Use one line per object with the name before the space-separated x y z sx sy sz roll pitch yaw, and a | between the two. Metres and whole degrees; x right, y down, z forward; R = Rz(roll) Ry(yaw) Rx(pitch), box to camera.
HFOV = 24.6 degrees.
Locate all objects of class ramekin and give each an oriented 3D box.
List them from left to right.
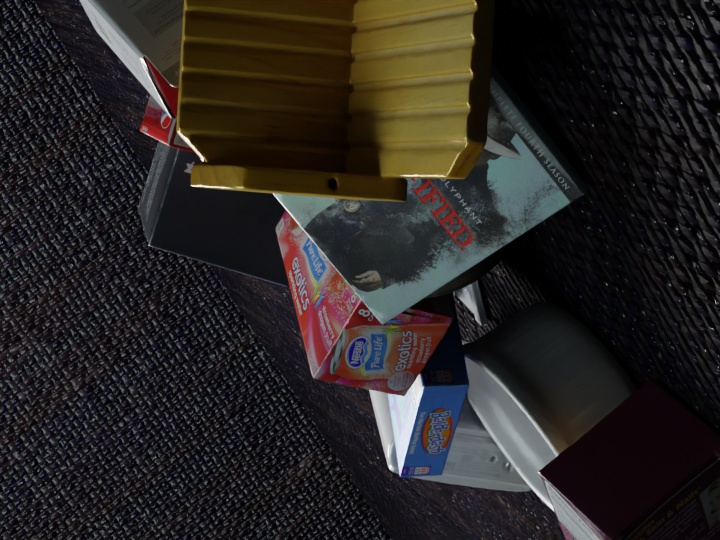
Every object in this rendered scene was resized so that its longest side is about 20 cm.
ramekin | 0.179 0.125 1.482 0.201 0.097 0.201 52 169 14

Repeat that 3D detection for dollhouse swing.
dollhouse swing | -0.021 -0.151 1.105 0.176 0.180 0.202 -167 81 -77

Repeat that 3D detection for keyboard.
keyboard | 0.099 -0.011 1.656 0.056 0.011 0.201 54 171 32

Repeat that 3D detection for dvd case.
dvd case | 0.047 -0.064 1.227 0.146 0.199 0.022 50 -153 -13

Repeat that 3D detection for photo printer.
photo printer | 0.092 0.135 1.666 0.200 0.165 0.070 -106 29 -60

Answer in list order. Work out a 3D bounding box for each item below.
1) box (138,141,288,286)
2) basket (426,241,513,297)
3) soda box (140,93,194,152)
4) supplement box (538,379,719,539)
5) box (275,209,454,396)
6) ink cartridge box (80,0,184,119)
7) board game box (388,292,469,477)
box | -0.136 -0.071 1.650 0.147 0.105 0.200 17 -171 -12
basket | 0.030 -0.109 1.304 0.181 0.135 0.201 -100 -12 -59
soda box | -0.100 -0.131 1.535 0.199 0.064 0.070 13 -171 -34
supplement box | 0.245 0.213 1.376 0.103 0.130 0.201 43 165 43
box | 0.000 0.000 1.445 0.095 0.100 0.201 13 -142 -26
ink cartridge box | -0.105 -0.225 1.328 0.176 0.199 0.084 48 169 33
board game box | 0.053 0.065 1.521 0.153 0.044 0.201 101 164 -52
